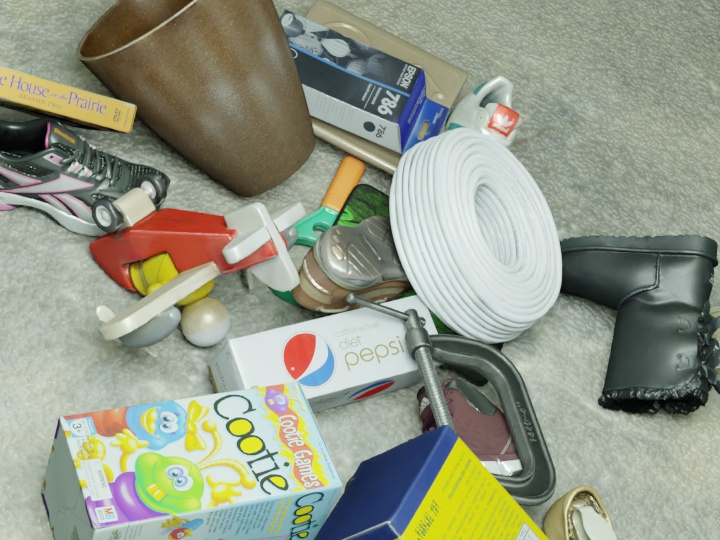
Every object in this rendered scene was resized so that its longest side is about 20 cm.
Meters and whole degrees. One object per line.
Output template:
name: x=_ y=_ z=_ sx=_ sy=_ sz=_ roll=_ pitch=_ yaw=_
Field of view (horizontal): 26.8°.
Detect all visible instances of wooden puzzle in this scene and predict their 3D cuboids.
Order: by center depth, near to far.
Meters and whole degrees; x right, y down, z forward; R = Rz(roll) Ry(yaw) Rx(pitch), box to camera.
wooden puzzle: x=-0.002 y=-0.184 z=1.580 sx=0.184 sy=0.046 sz=0.201 roll=27 pitch=47 yaw=3

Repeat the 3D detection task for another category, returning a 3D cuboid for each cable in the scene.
cable: x=0.108 y=-0.032 z=1.396 sx=0.200 sy=0.069 sz=0.201 roll=51 pitch=36 yaw=-22

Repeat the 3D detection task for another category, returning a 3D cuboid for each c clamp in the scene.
c clamp: x=0.082 y=0.112 z=1.272 sx=0.169 sy=0.027 sz=0.201 roll=11 pitch=43 yaw=-36

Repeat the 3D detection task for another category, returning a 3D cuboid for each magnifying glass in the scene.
magnifying glass: x=-0.035 y=-0.042 z=1.459 sx=0.079 sy=0.022 sz=0.201 roll=24 pitch=44 yaw=-1

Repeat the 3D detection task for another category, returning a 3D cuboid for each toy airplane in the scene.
toy airplane: x=-0.130 y=0.000 z=1.298 sx=0.198 sy=0.143 sz=0.199 roll=-12 pitch=24 yaw=-7

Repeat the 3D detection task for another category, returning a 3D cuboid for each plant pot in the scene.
plant pot: x=-0.132 y=-0.175 z=1.417 sx=0.201 sy=0.186 sz=0.188 roll=55 pitch=38 yaw=-26

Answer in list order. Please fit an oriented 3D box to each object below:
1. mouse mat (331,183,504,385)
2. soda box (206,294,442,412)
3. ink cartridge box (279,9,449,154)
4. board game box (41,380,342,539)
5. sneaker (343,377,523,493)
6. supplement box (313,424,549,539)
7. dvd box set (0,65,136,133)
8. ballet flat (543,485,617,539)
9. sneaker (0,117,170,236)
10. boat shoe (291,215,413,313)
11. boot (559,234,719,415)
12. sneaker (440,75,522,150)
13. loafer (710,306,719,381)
mouse mat: x=0.056 y=0.010 z=1.446 sx=0.199 sy=0.008 sz=0.162 roll=30 pitch=45 yaw=-2
soda box: x=-0.028 y=0.080 z=1.311 sx=0.198 sy=0.064 sz=0.069 roll=-12 pitch=73 yaw=-31
ink cartridge box: x=-0.006 y=-0.186 z=1.523 sx=0.198 sy=0.039 sz=0.100 roll=24 pitch=47 yaw=0
board game box: x=-0.132 y=0.168 z=1.171 sx=0.198 sy=0.105 sz=0.104 roll=-6 pitch=52 yaw=-27
sneaker: x=0.054 y=0.150 z=1.290 sx=0.198 sy=0.076 sz=0.116 roll=-1 pitch=49 yaw=-36
supplement box: x=0.072 y=0.236 z=1.140 sx=0.200 sy=0.109 sz=0.109 roll=49 pitch=45 yaw=-11
dvd box set: x=-0.318 y=-0.162 z=1.349 sx=0.198 sy=0.030 sz=0.146 roll=14 pitch=0 yaw=-34
ballet flat: x=0.199 y=0.268 z=1.245 sx=0.068 sy=0.063 sz=0.201 roll=-2 pitch=51 yaw=-23
sneaker: x=-0.267 y=-0.091 z=1.363 sx=0.198 sy=0.087 sz=0.081 roll=6 pitch=49 yaw=-18
boat shoe: x=0.000 y=0.000 z=1.359 sx=0.076 sy=0.072 sz=0.199 roll=55 pitch=24 yaw=19
boot: x=0.252 y=0.053 z=1.440 sx=0.196 sy=0.073 sz=0.164 roll=-2 pitch=69 yaw=29
sneaker: x=0.117 y=-0.122 z=1.533 sx=0.070 sy=0.093 sz=0.201 roll=30 pitch=41 yaw=-16
loafer: x=0.369 y=0.066 z=1.494 sx=0.198 sy=0.069 sz=0.076 roll=1 pitch=49 yaw=-22
